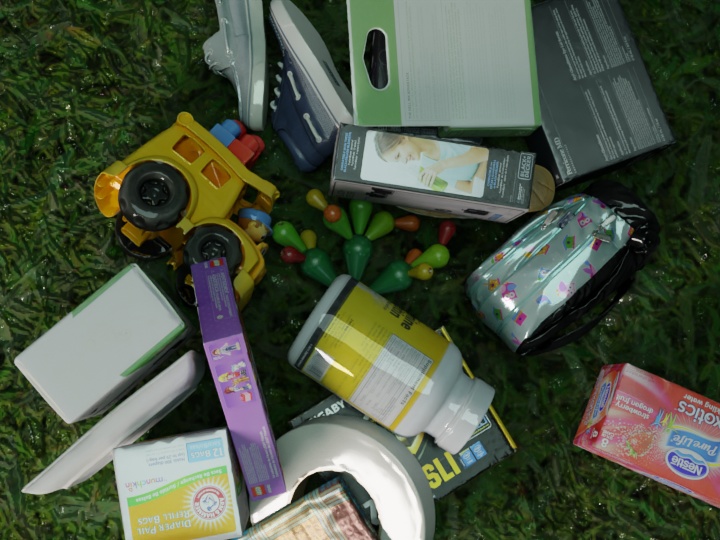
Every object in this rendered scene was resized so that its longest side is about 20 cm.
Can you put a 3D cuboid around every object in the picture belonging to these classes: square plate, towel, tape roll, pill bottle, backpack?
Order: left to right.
[{"bbox_3d":[-0.234,0.155,1.073,0.200,0.198,0.028,-39,87,-7],"label":"square plate"},{"bbox_3d":[-0.059,0.319,1.103,0.200,0.022,0.147,-35,85,24],"label":"towel"},{"bbox_3d":[-0.022,0.251,1.108,0.202,0.037,0.204,4,100,21],"label":"tape roll"},{"bbox_3d":[0.033,0.100,1.093,0.200,0.112,0.112,33,82,1],"label":"pill bottle"},{"bbox_3d":[0.214,0.000,1.154,0.200,0.167,0.127,-40,70,-4],"label":"backpack"}]

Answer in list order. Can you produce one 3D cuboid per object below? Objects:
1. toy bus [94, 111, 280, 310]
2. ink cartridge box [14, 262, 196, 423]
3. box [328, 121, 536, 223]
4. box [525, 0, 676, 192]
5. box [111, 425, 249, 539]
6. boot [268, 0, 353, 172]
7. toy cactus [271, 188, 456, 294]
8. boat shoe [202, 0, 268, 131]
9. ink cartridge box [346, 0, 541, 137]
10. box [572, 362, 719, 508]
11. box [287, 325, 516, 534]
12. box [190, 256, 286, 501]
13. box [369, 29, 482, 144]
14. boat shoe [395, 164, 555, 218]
[{"bbox_3d":[-0.157,-0.073,1.153,0.200,0.136,0.192,42,66,1],"label":"toy bus"},{"bbox_3d":[-0.250,0.075,1.083,0.147,0.200,0.083,-41,90,-7],"label":"ink cartridge box"},{"bbox_3d":[0.069,-0.098,1.094,0.199,0.117,0.060,9,86,-4],"label":"box"},{"bbox_3d":[0.247,-0.207,1.209,0.141,0.079,0.201,-19,85,-9],"label":"box"},{"bbox_3d":[-0.174,0.215,1.068,0.112,0.200,0.102,-9,84,-5],"label":"box"},{"bbox_3d":[-0.075,-0.211,1.195,0.090,0.073,0.200,-36,66,20],"label":"boot"},{"bbox_3d":[0.000,0.000,1.169,0.199,0.102,0.166,7,92,-11],"label":"toy cactus"},{"bbox_3d":[-0.141,-0.250,1.198,0.071,0.070,0.202,-5,76,-2],"label":"boat shoe"},{"bbox_3d":[0.083,-0.213,1.105,0.199,0.048,0.146,-2,83,-10],"label":"ink cartridge box"},{"bbox_3d":[0.348,0.184,1.156,0.199,0.095,0.100,24,83,0],"label":"box"},{"bbox_3d":[0.045,0.180,1.164,0.200,0.049,0.160,-30,87,-7],"label":"box"},{"bbox_3d":[-0.119,0.106,1.041,0.039,0.137,0.200,-14,124,-5],"label":"box"},{"bbox_3d":[0.073,-0.228,1.186,0.122,0.106,0.201,3,82,-5],"label":"box"},{"bbox_3d":[0.112,-0.089,1.190,0.199,0.069,0.071,5,86,-8],"label":"boat shoe"}]
